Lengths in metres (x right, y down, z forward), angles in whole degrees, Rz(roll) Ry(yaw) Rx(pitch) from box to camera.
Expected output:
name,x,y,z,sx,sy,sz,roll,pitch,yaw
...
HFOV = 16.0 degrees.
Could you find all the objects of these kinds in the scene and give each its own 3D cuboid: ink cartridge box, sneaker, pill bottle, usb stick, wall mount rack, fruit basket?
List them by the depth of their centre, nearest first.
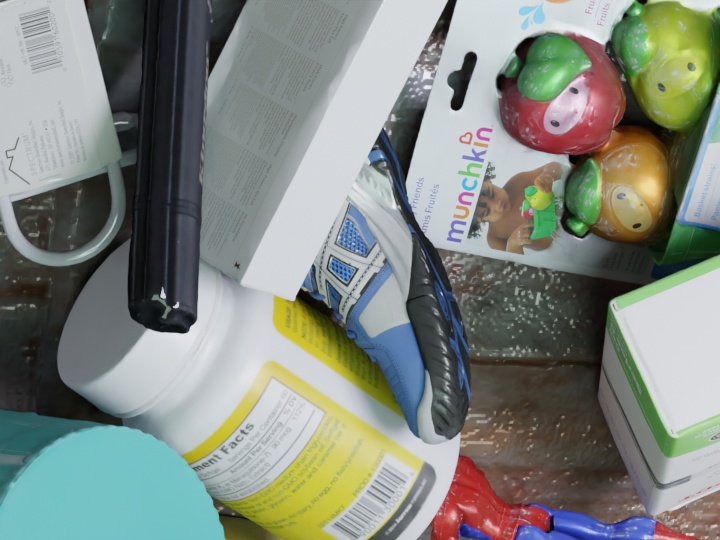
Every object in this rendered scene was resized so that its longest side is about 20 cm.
name,x,y,z,sx,sy,sz,roll,pitch,yaw
usb stick,-0.091,-0.068,1.257,0.033,0.055,0.200,0,78,10
wall mount rack,-0.194,-0.093,1.261,0.174,0.075,0.200,-17,119,-13
sneaker,0.000,0.000,1.334,0.077,0.076,0.200,-23,80,8
pill bottle,-0.053,0.068,1.357,0.200,0.114,0.114,35,101,-28
fruit basket,0.135,-0.078,1.357,0.200,0.094,0.185,9,112,-18
ink cartridge box,0.210,0.051,1.386,0.145,0.084,0.200,-23,164,-4

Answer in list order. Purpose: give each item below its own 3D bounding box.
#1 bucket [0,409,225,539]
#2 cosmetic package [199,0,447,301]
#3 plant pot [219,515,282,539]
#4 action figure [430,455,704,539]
name,x,y,z,sx,sy,sz,roll,pitch,yaw
bucket,-0.170,0.166,1.292,0.207,0.135,0.207,4,85,-49
cosmetic package,-0.027,-0.093,1.281,0.051,0.083,0.200,20,100,-51
plant pot,-0.084,0.258,1.426,0.200,0.142,0.200,-7,118,-14
action figure,0.098,0.169,1.471,0.200,0.065,0.099,20,128,2
